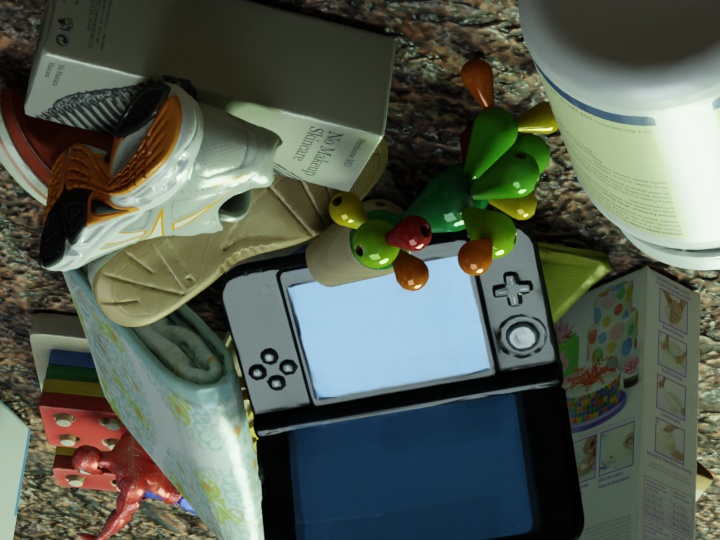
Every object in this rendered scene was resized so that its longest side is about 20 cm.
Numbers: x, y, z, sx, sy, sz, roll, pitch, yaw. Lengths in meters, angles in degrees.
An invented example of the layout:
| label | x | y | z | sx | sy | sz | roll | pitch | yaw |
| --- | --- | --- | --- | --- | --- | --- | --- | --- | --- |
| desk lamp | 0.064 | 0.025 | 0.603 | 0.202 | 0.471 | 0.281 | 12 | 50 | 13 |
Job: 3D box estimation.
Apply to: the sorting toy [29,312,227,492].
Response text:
| label | x | y | z | sx | sy | sz | roll | pitch | yaw |
| --- | --- | --- | --- | --- | --- | --- | --- | --- | --- |
| sorting toy | -0.144 | 0.116 | 1.859 | 0.197 | 0.070 | 0.200 | 6 | 152 | 2 |

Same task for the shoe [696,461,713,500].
| label | x | y | z | sx | sy | sz | roll | pitch | yaw |
| --- | --- | --- | --- | --- | --- | --- | --- | --- | --- |
| shoe | 0.182 | 0.137 | 1.810 | 0.200 | 0.070 | 0.053 | 29 | 105 | -39 |

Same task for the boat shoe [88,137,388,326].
| label | x | y | z | sx | sy | sz | roll | pitch | yaw |
| --- | --- | --- | --- | --- | --- | --- | --- | --- | --- |
| boat shoe | -0.080 | -0.043 | 1.507 | 0.199 | 0.069 | 0.071 | -29 | 121 | -6 |

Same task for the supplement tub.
| label | x | y | z | sx | sy | sz | roll | pitch | yaw |
| --- | --- | --- | --- | --- | --- | --- | --- | --- | --- |
| supplement tub | 0.170 | -0.101 | 1.297 | 0.144 | 0.146 | 0.200 | -2 | 151 | 16 |

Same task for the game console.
| label | x | y | z | sx | sy | sz | roll | pitch | yaw |
| --- | --- | --- | --- | --- | --- | --- | --- | --- | --- |
| game console | 0.024 | 0.081 | 1.515 | 0.199 | 0.117 | 0.177 | -10 | 120 | 6 |

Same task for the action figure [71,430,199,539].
| label | x | y | z | sx | sy | sz | roll | pitch | yaw |
| --- | --- | --- | --- | --- | --- | --- | --- | --- | --- |
| action figure | -0.131 | 0.176 | 1.814 | 0.199 | 0.066 | 0.099 | 22 | 132 | -26 |

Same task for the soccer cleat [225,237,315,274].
| label | x | y | z | sx | sy | sz | roll | pitch | yaw |
| --- | --- | --- | --- | --- | --- | --- | --- | --- | --- |
| soccer cleat | 0.000 | 0.000 | 1.626 | 0.199 | 0.086 | 0.070 | 3 | 125 | -36 |

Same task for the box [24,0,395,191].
| label | x | y | z | sx | sy | sz | roll | pitch | yaw |
| --- | --- | --- | --- | --- | --- | --- | --- | --- | --- |
| box | -0.086 | -0.111 | 1.419 | 0.199 | 0.069 | 0.082 | 13 | 154 | -10 |

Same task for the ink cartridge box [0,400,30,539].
| label | x | y | z | sx | sy | sz | roll | pitch | yaw |
| --- | --- | --- | --- | --- | --- | --- | --- | --- | --- |
| ink cartridge box | -0.373 | 0.177 | 1.946 | 0.199 | 0.145 | 0.085 | -4 | 152 | 20 |

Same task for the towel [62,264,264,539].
| label | x | y | z | sx | sy | sz | roll | pitch | yaw |
| --- | --- | --- | --- | --- | --- | --- | --- | --- | --- |
| towel | -0.127 | 0.076 | 1.652 | 0.048 | 0.200 | 0.172 | -30 | 137 | -16 |

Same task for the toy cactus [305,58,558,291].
| label | x | y | z | sx | sy | sz | roll | pitch | yaw |
| --- | --- | --- | --- | --- | --- | --- | --- | --- | --- |
| toy cactus | 0.030 | -0.038 | 1.440 | 0.165 | 0.200 | 0.103 | -25 | 104 | 37 |

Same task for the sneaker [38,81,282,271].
| label | x | y | z | sx | sy | sz | roll | pitch | yaw |
| --- | --- | --- | --- | --- | --- | --- | --- | --- | --- |
| sneaker | -0.116 | -0.039 | 1.418 | 0.092 | 0.076 | 0.200 | 15 | 158 | -27 |

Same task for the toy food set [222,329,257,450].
| label | x | y | z | sx | sy | sz | roll | pitch | yaw |
| --- | --- | --- | --- | --- | --- | --- | --- | --- | --- |
| toy food set | -0.032 | 0.091 | 1.725 | 0.143 | 0.061 | 0.200 | 3 | 140 | -24 |

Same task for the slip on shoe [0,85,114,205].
| label | x | y | z | sx | sy | sz | roll | pitch | yaw |
| --- | --- | --- | --- | --- | --- | --- | --- | --- | --- |
| slip on shoe | -0.155 | -0.063 | 1.539 | 0.061 | 0.074 | 0.200 | -38 | 132 | 23 |

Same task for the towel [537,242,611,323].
| label | x | y | z | sx | sy | sz | roll | pitch | yaw |
| --- | --- | --- | --- | --- | --- | --- | --- | --- | --- |
| towel | 0.079 | 0.053 | 1.647 | 0.086 | 0.018 | 0.200 | 6 | 136 | -41 |

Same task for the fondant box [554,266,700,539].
| label | x | y | z | sx | sy | sz | roll | pitch | yaw |
| --- | --- | --- | --- | --- | --- | --- | --- | --- | --- |
| fondant box | 0.155 | 0.115 | 1.646 | 0.058 | 0.201 | 0.144 | 23 | 148 | -33 |
